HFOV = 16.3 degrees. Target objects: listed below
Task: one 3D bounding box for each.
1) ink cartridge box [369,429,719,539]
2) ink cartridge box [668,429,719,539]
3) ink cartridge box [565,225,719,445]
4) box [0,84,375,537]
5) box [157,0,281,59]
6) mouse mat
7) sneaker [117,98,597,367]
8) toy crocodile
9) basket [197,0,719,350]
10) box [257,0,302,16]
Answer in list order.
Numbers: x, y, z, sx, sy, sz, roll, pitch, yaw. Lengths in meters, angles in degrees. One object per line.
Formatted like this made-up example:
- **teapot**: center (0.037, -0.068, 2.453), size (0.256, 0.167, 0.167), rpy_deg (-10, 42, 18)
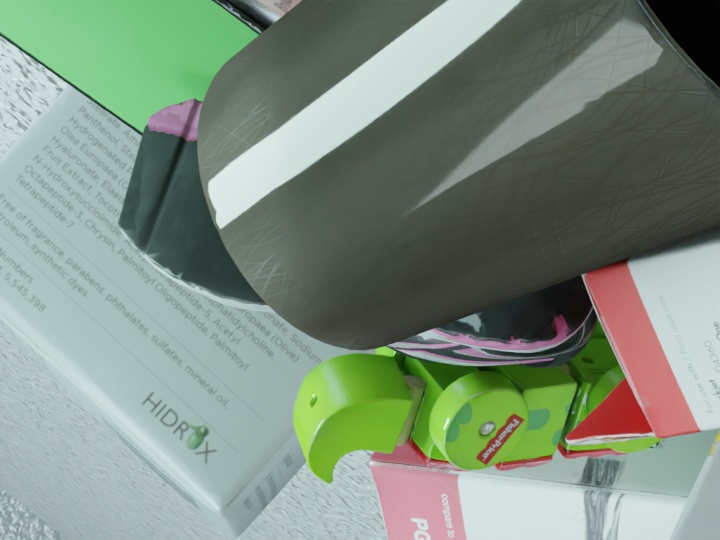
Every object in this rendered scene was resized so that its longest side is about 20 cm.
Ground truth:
- **ink cartridge box**: center (0.125, 0.086, 1.148), size (0.199, 0.146, 0.085), rpy_deg (3, 125, 24)
- **ink cartridge box**: center (0.168, 0.091, 0.983), size (0.067, 0.201, 0.116), rpy_deg (25, 178, 13)
- **ink cartridge box**: center (0.158, -0.007, 0.835), size (0.199, 0.116, 0.068), rpy_deg (-14, 107, 43)
- **box**: center (-0.080, 0.004, 1.259), size (0.200, 0.171, 0.199), rpy_deg (42, 173, 5)
- **box**: center (-0.024, -0.125, 0.970), size (0.199, 0.102, 0.113), rpy_deg (28, 164, 12)
- **mouse mat**: center (-0.099, -0.098, 0.987), size (0.161, 0.008, 0.200), rpy_deg (36, 164, -15)
- **sneaker**: center (0.000, 0.000, 0.967), size (0.199, 0.081, 0.086), rpy_deg (21, 165, 21)
- **toy crocodile**: center (0.068, 0.054, 1.026), size (0.199, 0.062, 0.068), rpy_deg (-3, -148, -30)
- **basket**: center (0.055, -0.059, 0.795), size (0.180, 0.137, 0.200), rpy_deg (12, 151, -43)
- **box**: center (-0.067, -0.190, 0.832), size (0.199, 0.109, 0.128), rpy_deg (31, 165, -2)
